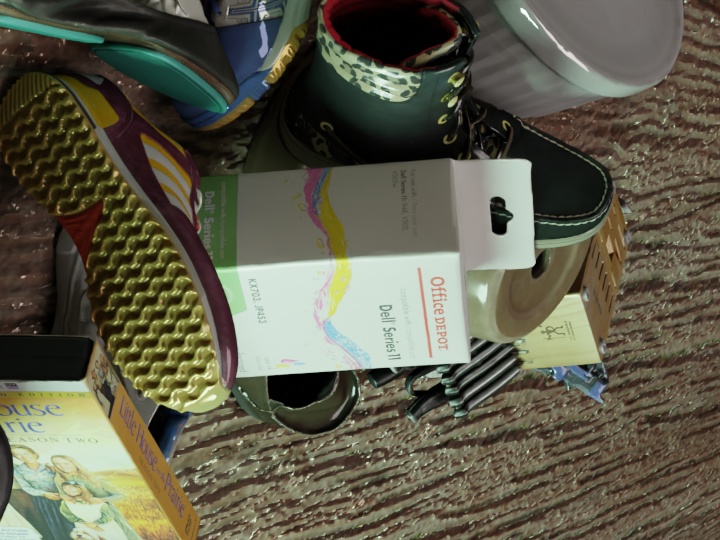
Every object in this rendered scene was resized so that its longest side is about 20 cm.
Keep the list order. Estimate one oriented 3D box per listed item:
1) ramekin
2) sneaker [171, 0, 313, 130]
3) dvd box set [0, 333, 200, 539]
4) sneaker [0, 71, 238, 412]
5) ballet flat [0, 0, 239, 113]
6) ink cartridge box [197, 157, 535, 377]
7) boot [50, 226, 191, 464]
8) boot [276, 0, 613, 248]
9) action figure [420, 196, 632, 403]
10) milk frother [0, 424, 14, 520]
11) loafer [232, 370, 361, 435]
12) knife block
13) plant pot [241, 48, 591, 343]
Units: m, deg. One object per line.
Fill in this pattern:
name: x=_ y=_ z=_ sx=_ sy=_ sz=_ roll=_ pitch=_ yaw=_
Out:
ramekin: x=0.101 y=-0.185 z=1.195 sx=0.094 sy=0.203 sz=0.202 roll=-25 pitch=175 yaw=39
sneaker: x=-0.062 y=-0.174 z=1.084 sx=0.088 sy=0.075 sz=0.200 roll=24 pitch=105 yaw=-31
dvd box set: x=-0.182 y=0.098 z=1.062 sx=0.200 sy=0.146 sz=0.029 roll=72 pitch=22 yaw=-54
sneaker: x=-0.105 y=-0.021 z=1.019 sx=0.075 sy=0.200 sz=0.090 roll=-37 pitch=165 yaw=30
ballet flat: x=-0.124 y=-0.136 z=0.997 sx=0.200 sy=0.068 sz=0.068 roll=18 pitch=87 yaw=-53
ink cartridge box: x=0.000 y=0.000 z=1.105 sx=0.117 sy=0.200 sz=0.067 roll=79 pitch=8 yaw=-56
boot: x=-0.127 y=0.036 z=1.131 sx=0.074 sy=0.096 sz=0.200 roll=-19 pitch=132 yaw=-49
boot: x=0.056 y=-0.084 z=1.097 sx=0.154 sy=0.203 sz=0.074 roll=110 pitch=-2 yaw=-68
action figure: x=0.110 y=0.008 z=1.443 sx=0.194 sy=0.200 sz=0.105 roll=-51 pitch=-165 yaw=-1
milk frother: x=-0.231 y=0.132 z=0.883 sx=0.188 sy=0.200 sz=0.181 roll=34 pitch=89 yaw=-30
loafer: x=-0.046 y=0.073 z=1.313 sx=0.073 sy=0.071 sz=0.200 roll=-57 pitch=151 yaw=-3
knife block: x=0.083 y=0.016 z=1.350 sx=0.200 sy=0.175 sz=0.064 roll=-69 pitch=147 yaw=-47
plant pot: x=0.050 y=-0.042 z=1.253 sx=0.200 sy=0.175 sz=0.200 roll=-39 pitch=145 yaw=-34
